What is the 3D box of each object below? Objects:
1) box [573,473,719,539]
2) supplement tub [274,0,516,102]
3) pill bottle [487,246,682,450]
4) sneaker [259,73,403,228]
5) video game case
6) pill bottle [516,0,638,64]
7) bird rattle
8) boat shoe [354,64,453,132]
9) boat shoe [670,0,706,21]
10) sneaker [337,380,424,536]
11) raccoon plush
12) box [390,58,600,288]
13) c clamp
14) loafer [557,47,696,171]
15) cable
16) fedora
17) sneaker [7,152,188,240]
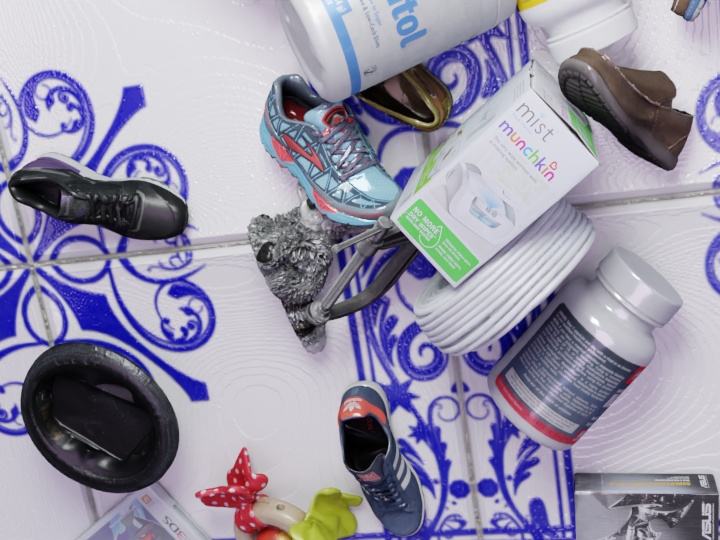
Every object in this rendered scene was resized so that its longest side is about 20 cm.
[{"bbox_3d":[0.327,0.331,1.164,0.157,0.048,0.202,-2,107,11],"label":"box"},{"bbox_3d":[0.031,-0.255,0.950,0.199,0.132,0.133,-27,102,-7],"label":"supplement tub"},{"bbox_3d":[0.236,0.079,1.061,0.119,0.120,0.200,36,111,-2],"label":"pill bottle"},{"bbox_3d":[-0.033,-0.124,1.023,0.200,0.079,0.096,41,146,22],"label":"sneaker"},{"bbox_3d":[-0.277,0.389,1.316,0.200,0.023,0.182,-40,96,20],"label":"video game case"},{"bbox_3d":[0.184,-0.303,0.949,0.112,0.113,0.201,-22,102,17],"label":"pill bottle"},{"bbox_3d":[-0.102,0.317,1.222,0.198,0.113,0.164,10,126,11],"label":"bird rattle"},{"bbox_3d":[0.008,-0.213,1.037,0.199,0.068,0.072,31,113,1],"label":"boat shoe"},{"bbox_3d":[0.309,-0.336,0.943,0.072,0.072,0.202,12,100,12],"label":"boat shoe"},{"bbox_3d":[0.018,0.233,1.173,0.074,0.085,0.201,-18,104,16],"label":"sneaker"},{"bbox_3d":[-0.037,-0.016,1.123,0.133,0.097,0.201,-22,132,4],"label":"raccoon plush"},{"bbox_3d":[0.131,-0.103,0.980,0.176,0.200,0.097,-42,97,19],"label":"box"},{"bbox_3d":[0.000,0.000,1.047,0.027,0.170,0.200,53,142,17],"label":"c clamp"},{"bbox_3d":[0.257,-0.166,0.968,0.073,0.199,0.071,37,97,41],"label":"loafer"},{"bbox_3d":[0.141,0.002,1.011,0.200,0.200,0.069,-41,94,16],"label":"cable"},{"bbox_3d":[-0.298,0.162,1.208,0.199,0.092,0.202,3,109,10],"label":"fedora"},{"bbox_3d":[-0.295,-0.070,1.133,0.198,0.088,0.076,15,110,6],"label":"sneaker"}]
